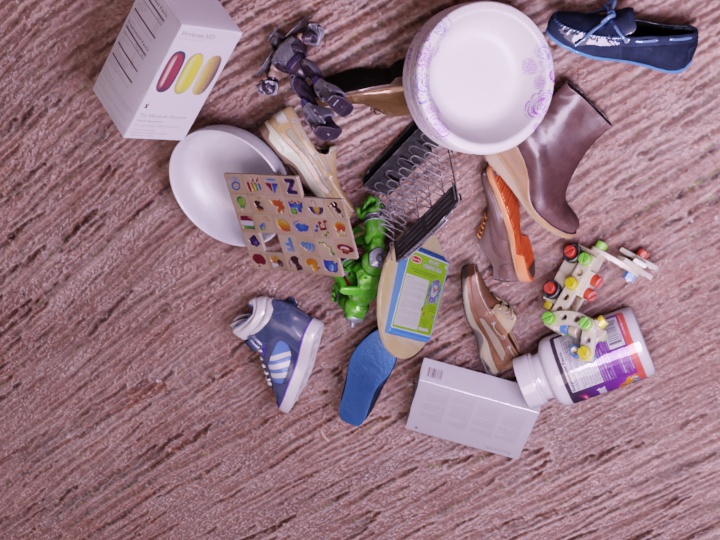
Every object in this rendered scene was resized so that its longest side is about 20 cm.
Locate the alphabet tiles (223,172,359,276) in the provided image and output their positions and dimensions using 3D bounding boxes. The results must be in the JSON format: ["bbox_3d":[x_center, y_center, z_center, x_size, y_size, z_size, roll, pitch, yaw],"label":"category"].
[{"bbox_3d":[-0.098,-0.067,1.721,0.199,0.008,0.168,5,125,31],"label":"alphabet tiles"}]

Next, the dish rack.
[{"bbox_3d":[0.074,-0.114,1.671,0.054,0.201,0.153,28,124,-26],"label":"dish rack"}]

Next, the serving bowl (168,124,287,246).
[{"bbox_3d":[-0.189,-0.138,1.775,0.199,0.066,0.201,14,130,18],"label":"serving bowl"}]

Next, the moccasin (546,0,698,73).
[{"bbox_3d":[0.348,-0.321,1.552,0.199,0.081,0.068,8,137,-8],"label":"moccasin"}]

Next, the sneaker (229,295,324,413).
[{"bbox_3d":[-0.150,0.130,1.936,0.146,0.081,0.201,24,126,7],"label":"sneaker"}]

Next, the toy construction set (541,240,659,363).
[{"bbox_3d":[0.343,0.034,1.728,0.131,0.200,0.092,31,167,41],"label":"toy construction set"}]

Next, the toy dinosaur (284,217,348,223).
[{"bbox_3d":[-0.068,-0.069,1.769,0.088,0.048,0.200,21,164,-2],"label":"toy dinosaur"}]

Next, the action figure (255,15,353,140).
[{"bbox_3d":[-0.082,-0.276,1.635,0.130,0.069,0.200,-52,56,27],"label":"action figure"}]

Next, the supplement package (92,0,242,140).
[{"bbox_3d":[-0.276,-0.296,1.659,0.110,0.113,0.200,54,126,27],"label":"supplement package"}]

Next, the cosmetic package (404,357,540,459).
[{"bbox_3d":[0.182,0.226,1.907,0.199,0.052,0.151,15,139,3],"label":"cosmetic package"}]

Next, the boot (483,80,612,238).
[{"bbox_3d":[0.293,-0.153,1.670,0.166,0.073,0.200,-37,111,25],"label":"boot"}]

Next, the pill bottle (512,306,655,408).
[{"bbox_3d":[0.340,0.140,1.795,0.199,0.112,0.112,-21,114,13],"label":"pill bottle"}]

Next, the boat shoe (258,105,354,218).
[{"bbox_3d":[-0.062,-0.160,1.745,0.076,0.072,0.200,-40,119,4],"label":"boat shoe"}]

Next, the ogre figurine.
[{"bbox_3d":[0.000,0.000,1.787,0.098,0.120,0.200,25,122,-29],"label":"ogre figurine"}]

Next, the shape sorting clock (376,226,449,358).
[{"bbox_3d":[0.075,0.032,1.758,0.039,0.200,0.201,14,125,31],"label":"shape sorting clock"}]

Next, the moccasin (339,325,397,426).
[{"bbox_3d":[0.011,0.161,1.922,0.080,0.068,0.201,29,121,3],"label":"moccasin"}]

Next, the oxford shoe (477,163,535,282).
[{"bbox_3d":[0.202,-0.065,1.744,0.072,0.071,0.201,-7,117,24],"label":"oxford shoe"}]

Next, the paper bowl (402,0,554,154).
[{"bbox_3d":[0.154,-0.260,1.589,0.199,0.104,0.202,-2,99,-15],"label":"paper bowl"}]

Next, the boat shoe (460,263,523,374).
[{"bbox_3d":[0.207,0.072,1.828,0.073,0.076,0.201,-13,125,13],"label":"boat shoe"}]

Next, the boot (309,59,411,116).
[{"bbox_3d":[0.016,-0.248,1.678,0.199,0.074,0.076,-7,129,13],"label":"boot"}]
